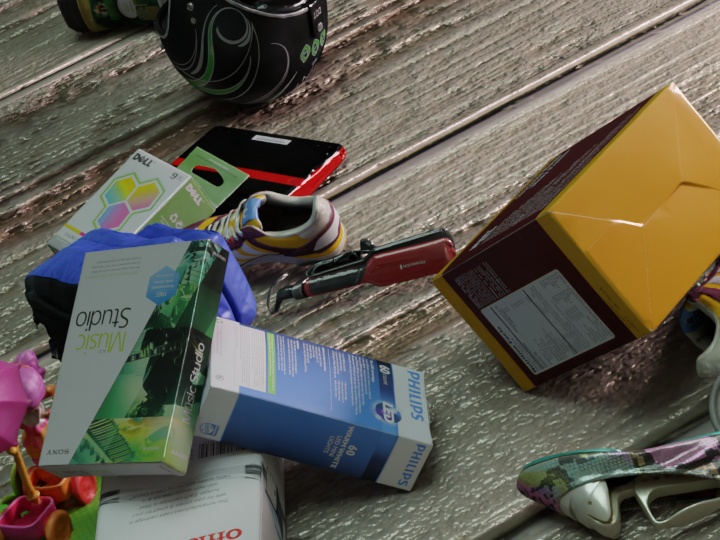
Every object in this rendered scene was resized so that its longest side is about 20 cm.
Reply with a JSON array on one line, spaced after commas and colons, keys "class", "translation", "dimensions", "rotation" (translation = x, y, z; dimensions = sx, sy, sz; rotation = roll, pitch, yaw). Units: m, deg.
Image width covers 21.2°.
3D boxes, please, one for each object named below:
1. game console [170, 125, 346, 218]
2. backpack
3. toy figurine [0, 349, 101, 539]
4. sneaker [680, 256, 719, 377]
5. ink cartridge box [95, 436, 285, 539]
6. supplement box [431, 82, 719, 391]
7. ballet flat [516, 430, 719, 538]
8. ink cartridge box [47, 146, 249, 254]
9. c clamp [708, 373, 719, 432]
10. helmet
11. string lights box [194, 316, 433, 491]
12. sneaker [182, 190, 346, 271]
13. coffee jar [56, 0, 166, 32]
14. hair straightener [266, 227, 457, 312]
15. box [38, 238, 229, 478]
[{"class": "game console", "translation": [-0.137, -0.095, 2.114], "dimensions": [0.200, 0.031, 0.177], "rotation": [12, 41, 37]}, {"class": "backpack", "translation": [-0.211, 0.040, 1.845], "dimensions": [0.168, 0.163, 0.200], "rotation": [-36, 25, -34]}, {"class": "toy figurine", "translation": [-0.292, 0.146, 1.704], "dimensions": [0.150, 0.185, 0.200], "rotation": [0, 37, 26]}, {"class": "sneaker", "translation": [0.320, 0.017, 1.675], "dimensions": [0.090, 0.075, 0.200], "rotation": [-8, 34, 7]}, {"class": "ink cartridge box", "translation": [-0.142, 0.210, 1.628], "dimensions": [0.146, 0.086, 0.200], "rotation": [-13, 35, 6]}, {"class": "supplement box", "translation": [0.206, -0.027, 1.675], "dimensions": [0.197, 0.133, 0.200], "rotation": [-44, 6, -33]}, {"class": "ballet flat", "translation": [0.222, 0.175, 1.531], "dimensions": [0.199, 0.069, 0.071], "rotation": [-10, 54, 12]}, {"class": "ink cartridge box", "translation": [-0.226, -0.065, 2.041], "dimensions": [0.200, 0.059, 0.104], "rotation": [-47, 42, -14]}, {"class": "c clamp", "translation": [0.383, 0.083, 1.538], "dimensions": [0.200, 0.027, 0.171], "rotation": [-49, 60, 1]}, {"class": "helmet", "translation": [-0.138, -0.289, 2.241], "dimensions": [0.199, 0.191, 0.201], "rotation": [9, 52, -12]}, {"class": "string lights box", "translation": [-0.042, 0.113, 1.648], "dimensions": [0.199, 0.059, 0.103], "rotation": [16, 32, -13]}, {"class": "sneaker", "translation": [-0.119, -0.042, 1.954], "dimensions": [0.199, 0.090, 0.075], "rotation": [-11, 60, 11]}, {"class": "coffee jar", "translation": [-0.294, -0.368, 2.520], "dimensions": [0.199, 0.086, 0.104], "rotation": [-2, 40, 22]}, {"class": "hair straightener", "translation": [0.000, 0.000, 1.913], "dimensions": [0.199, 0.041, 0.077], "rotation": [-20, 18, 9]}, {"class": "box", "translation": [-0.192, 0.075, 1.628], "dimensions": [0.144, 0.036, 0.201], "rotation": [-6, 66, 35]}]
